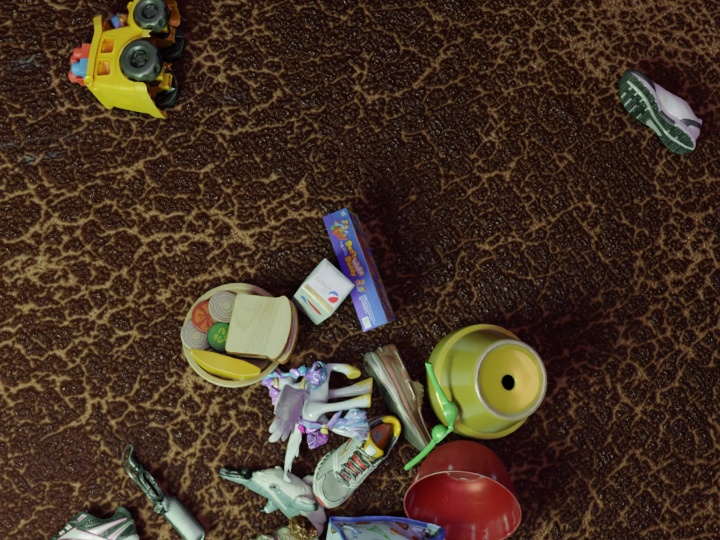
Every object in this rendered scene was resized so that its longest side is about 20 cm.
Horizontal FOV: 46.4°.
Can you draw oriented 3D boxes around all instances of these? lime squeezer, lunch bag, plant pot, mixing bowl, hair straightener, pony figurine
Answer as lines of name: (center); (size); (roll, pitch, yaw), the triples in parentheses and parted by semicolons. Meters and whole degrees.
lime squeezer: (0.124, 0.256, 1.405); (0.069, 0.038, 0.204); (7, 110, -8)
lunch bag: (0.043, 0.504, 1.380); (0.196, 0.124, 0.174); (6, 101, -24)
plant pot: (0.226, 0.190, 1.442); (0.196, 0.189, 0.206); (1, 82, -9)
mixing bowl: (0.174, 0.363, 1.426); (0.196, 0.202, 0.109); (21, 39, -6)
hair straightener: (-0.322, 0.368, 1.372); (0.041, 0.077, 0.201); (-37, 90, -11)
pony figurine: (-0.080, 0.233, 1.397); (0.195, 0.169, 0.195); (2, 44, 2)

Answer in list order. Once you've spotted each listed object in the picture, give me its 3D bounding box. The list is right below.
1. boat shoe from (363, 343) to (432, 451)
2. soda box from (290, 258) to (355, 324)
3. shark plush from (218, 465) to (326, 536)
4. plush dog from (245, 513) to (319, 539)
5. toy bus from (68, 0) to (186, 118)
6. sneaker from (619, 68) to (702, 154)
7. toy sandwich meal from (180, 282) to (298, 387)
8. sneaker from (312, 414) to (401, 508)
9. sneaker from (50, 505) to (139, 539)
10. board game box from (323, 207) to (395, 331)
boat shoe: (0.081, 0.220, 1.471); (0.071, 0.076, 0.203); (-29, 92, -19)
soda box: (-0.067, 0.039, 1.403); (0.068, 0.200, 0.064); (41, 77, -2)
shark plush: (-0.146, 0.384, 1.411); (0.196, 0.091, 0.085); (20, 110, -13)
plush dog: (-0.140, 0.482, 1.370); (0.169, 0.160, 0.204); (-14, 125, -25)
toy bus: (-0.410, -0.379, 1.450); (0.187, 0.136, 0.205); (5, 78, 7)
sneaker: (0.590, -0.322, 1.653); (0.200, 0.074, 0.080); (45, 62, -6)
toy sandwich meal: (-0.204, 0.101, 1.411); (0.200, 0.071, 0.210); (2, 65, -3)
sneaker: (-0.006, 0.313, 1.416); (0.078, 0.082, 0.200); (44, 62, -1)
sneaker: (-0.454, 0.433, 1.349); (0.196, 0.080, 0.088); (-9, 71, -19)
board game box: (0.000, 0.000, 1.452); (0.044, 0.134, 0.204); (-21, 86, 7)
